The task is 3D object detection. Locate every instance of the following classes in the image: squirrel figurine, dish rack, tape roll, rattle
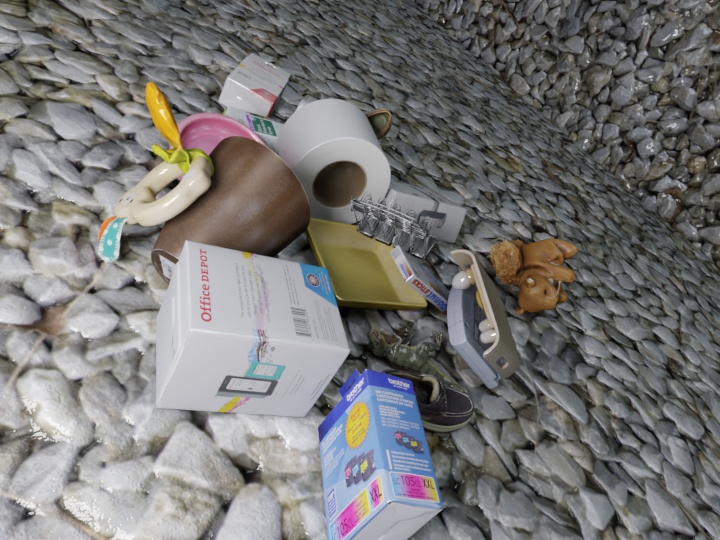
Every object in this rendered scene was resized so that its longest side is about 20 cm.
[{"bbox_3d":[0.372,0.015,1.290,0.198,0.143,0.187,26,42,15],"label":"squirrel figurine"},{"bbox_3d":[0.057,-0.081,0.988,0.151,0.055,0.200,22,-10,11],"label":"dish rack"},{"bbox_3d":[-0.054,-0.205,1.113,0.200,0.204,0.140,12,39,-29],"label":"tape roll"},{"bbox_3d":[-0.303,-0.118,0.753,0.143,0.197,0.132,54,14,-56],"label":"rattle"}]

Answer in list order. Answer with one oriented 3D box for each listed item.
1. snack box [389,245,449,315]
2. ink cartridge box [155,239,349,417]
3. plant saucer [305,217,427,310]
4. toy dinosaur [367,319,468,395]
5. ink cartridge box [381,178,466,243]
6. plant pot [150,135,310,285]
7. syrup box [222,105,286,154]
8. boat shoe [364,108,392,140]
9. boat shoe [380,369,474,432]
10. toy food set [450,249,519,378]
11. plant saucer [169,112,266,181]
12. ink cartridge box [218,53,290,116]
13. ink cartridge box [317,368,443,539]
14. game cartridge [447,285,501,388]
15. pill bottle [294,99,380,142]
[{"bbox_3d":[0.122,0.026,1.055,0.199,0.024,0.072,37,21,-49],"label":"snack box"},{"bbox_3d":[-0.143,0.079,0.731,0.197,0.147,0.148,12,39,-29],"label":"ink cartridge box"},{"bbox_3d":[0.000,0.000,1.040,0.197,0.049,0.202,7,41,-34],"label":"plant saucer"},{"bbox_3d":[0.095,0.133,0.958,0.198,0.048,0.089,27,49,-11],"label":"toy dinosaur"},{"bbox_3d":[0.104,-0.133,1.228,0.197,0.086,0.146,10,20,-34],"label":"ink cartridge box"},{"bbox_3d":[-0.203,-0.060,0.843,0.186,0.188,0.201,35,56,3],"label":"plant pot"},{"bbox_3d":[-0.187,-0.256,1.172,0.197,0.082,0.079,9,38,-34],"label":"syrup box"},{"bbox_3d":[-0.014,-0.277,1.217,0.076,0.199,0.074,49,-5,-7],"label":"boat shoe"},{"bbox_3d":[0.099,0.191,0.869,0.197,0.065,0.073,16,35,-26],"label":"boat shoe"},{"bbox_3d":[0.212,0.076,1.007,0.143,0.060,0.203,42,31,-53],"label":"toy food set"},{"bbox_3d":[-0.244,-0.184,1.024,0.198,0.051,0.204,20,53,-29],"label":"plant saucer"},{"bbox_3d":[-0.243,-0.430,1.356,0.115,0.068,0.201,27,36,-10],"label":"ink cartridge box"},{"bbox_3d":[0.013,0.219,0.697,0.075,0.137,0.202,20,36,-24],"label":"ink cartridge box"},{"bbox_3d":[0.209,0.102,1.059,0.133,0.041,0.201,46,30,-17],"label":"game cartridge"},{"bbox_3d":[-0.062,-0.298,1.302,0.198,0.113,0.113,27,34,-9],"label":"pill bottle"}]
